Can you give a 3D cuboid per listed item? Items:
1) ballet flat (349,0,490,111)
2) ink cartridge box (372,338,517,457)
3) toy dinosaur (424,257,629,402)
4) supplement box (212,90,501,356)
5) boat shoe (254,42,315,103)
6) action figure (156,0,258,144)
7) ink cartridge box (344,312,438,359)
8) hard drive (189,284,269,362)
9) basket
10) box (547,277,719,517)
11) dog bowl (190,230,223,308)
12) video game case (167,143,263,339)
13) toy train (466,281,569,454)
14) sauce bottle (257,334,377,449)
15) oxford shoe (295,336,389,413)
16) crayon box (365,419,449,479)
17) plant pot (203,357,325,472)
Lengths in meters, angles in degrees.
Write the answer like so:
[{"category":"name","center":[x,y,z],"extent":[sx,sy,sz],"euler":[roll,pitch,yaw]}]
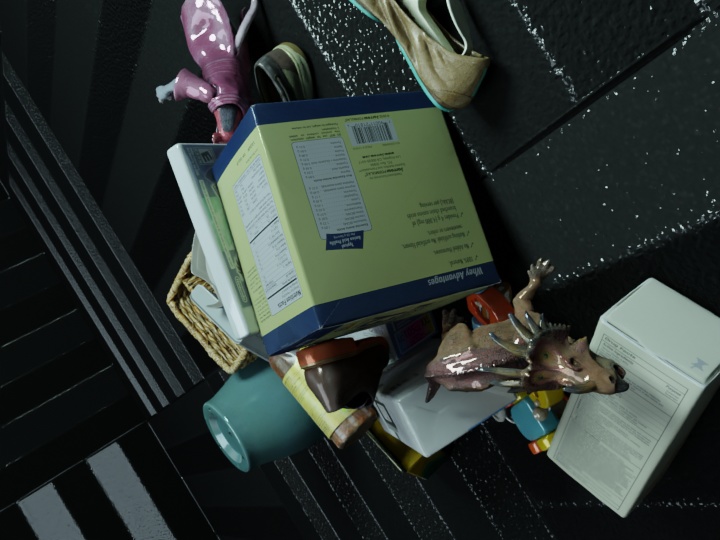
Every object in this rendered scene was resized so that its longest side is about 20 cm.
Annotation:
[{"category":"ballet flat","center":[0.044,-0.234,0.607],"extent":[0.200,0.068,0.072],"euler":[53,129,9]},{"category":"ink cartridge box","center":[0.075,0.134,0.778],"extent":[0.067,0.116,0.200],"euler":[62,167,-3]},{"category":"toy dinosaur","center":[0.110,0.072,0.574],"extent":[0.200,0.136,0.086],"euler":[-27,100,31]},{"category":"supplement box","center":[-0.008,-0.046,0.663],"extent":[0.134,0.200,0.200],"euler":[-32,73,60]},{"category":"boat shoe","center":[-0.087,-0.171,0.842],"extent":[0.073,0.065,0.200],"euler":[20,133,45]},{"category":"action figure","center":[-0.152,-0.229,0.817],"extent":[0.149,0.134,0.200],"euler":[-34,57,37]},{"category":"ink cartridge box","center":[0.000,0.000,0.854],"extent":[0.136,0.076,0.200],"euler":[4,122,53]},{"category":"hard drive","center":[-0.138,0.098,0.974],"extent":[0.132,0.026,0.200],"euler":[35,176,40]},{"category":"basket","center":[-0.210,0.040,1.126],"extent":[0.200,0.149,0.143],"euler":[44,147,25]},{"category":"box","center":[0.241,0.115,0.602],"extent":[0.095,0.078,0.200],"euler":[39,144,31]},{"category":"dog bowl","center":[-0.147,-0.043,0.885],"extent":[0.200,0.059,0.200],"euler":[-23,60,48]},{"category":"video game case","center":[-0.100,-0.041,0.736],"extent":[0.023,0.182,0.200],"euler":[-24,85,33]},{"category":"toy train","center":[0.169,0.095,0.722],"extent":[0.150,0.056,0.200],"euler":[45,157,54]},{"category":"sauce bottle","center":[-0.065,0.118,0.819],"extent":[0.200,0.066,0.066],"euler":[46,147,17]},{"category":"oxford shoe","center":[-0.011,0.112,0.734],"extent":[0.071,0.200,0.073],"euler":[-19,80,18]},{"category":"crayon box","center":[0.047,0.209,0.910],"extent":[0.126,0.052,0.200],"euler":[44,176,23]},{"category":"plant pot","center":[-0.155,0.236,1.178],"extent":[0.200,0.188,0.200],"euler":[35,142,34]}]
